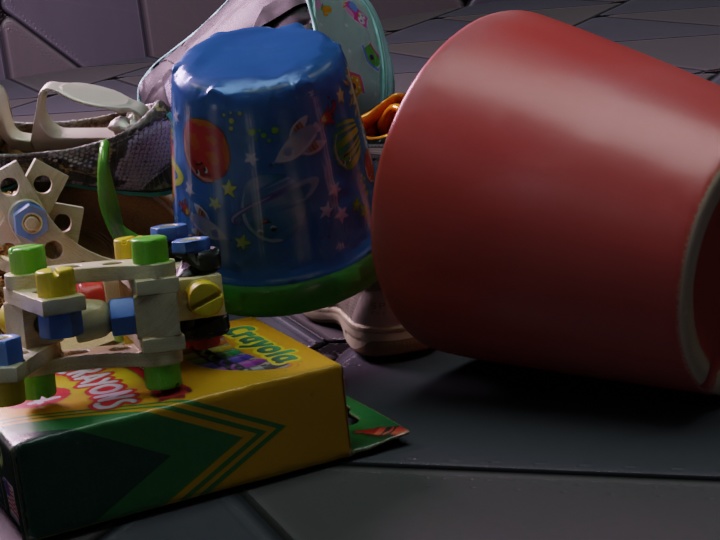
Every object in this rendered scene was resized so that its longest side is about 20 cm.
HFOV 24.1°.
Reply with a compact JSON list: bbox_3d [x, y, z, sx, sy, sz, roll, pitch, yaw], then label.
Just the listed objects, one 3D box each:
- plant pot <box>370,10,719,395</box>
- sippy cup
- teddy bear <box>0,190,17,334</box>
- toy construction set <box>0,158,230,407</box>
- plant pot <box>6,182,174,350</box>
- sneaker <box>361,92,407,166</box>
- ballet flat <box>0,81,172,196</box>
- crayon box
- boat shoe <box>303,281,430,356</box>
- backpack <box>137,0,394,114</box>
[{"bbox_3d":[0.134,-0.026,0.887,0.177,0.202,0.200,19,28,40],"label":"plant pot"},{"bbox_3d":[-0.051,-0.064,0.952,0.177,0.131,0.139,-28,37,-32],"label":"sippy cup"},{"bbox_3d":[-0.256,0.017,0.937,0.145,0.067,0.200,28,57,30],"label":"teddy bear"},{"bbox_3d":[-0.138,0.009,0.853,0.130,0.093,0.200,-9,24,-16],"label":"toy construction set"},{"bbox_3d":[-0.176,0.004,1.012,0.198,0.028,0.201,-1,44,1],"label":"plant pot"},{"bbox_3d":[0.047,-0.086,1.149,0.199,0.078,0.078,-17,23,-33],"label":"sneaker"},{"bbox_3d":[-0.201,-0.082,1.028,0.199,0.073,0.072,-1,14,11],"label":"ballet flat"},{"bbox_3d":[-0.091,0.071,0.853,0.199,0.051,0.127,-12,14,-23],"label":"crayon box"},{"bbox_3d":[0.000,0.000,1.068,0.072,0.065,0.200,-10,14,-11],"label":"boat shoe"},{"bbox_3d":[-0.059,-0.122,1.260,0.153,0.177,0.200,13,-43,-33],"label":"backpack"}]
